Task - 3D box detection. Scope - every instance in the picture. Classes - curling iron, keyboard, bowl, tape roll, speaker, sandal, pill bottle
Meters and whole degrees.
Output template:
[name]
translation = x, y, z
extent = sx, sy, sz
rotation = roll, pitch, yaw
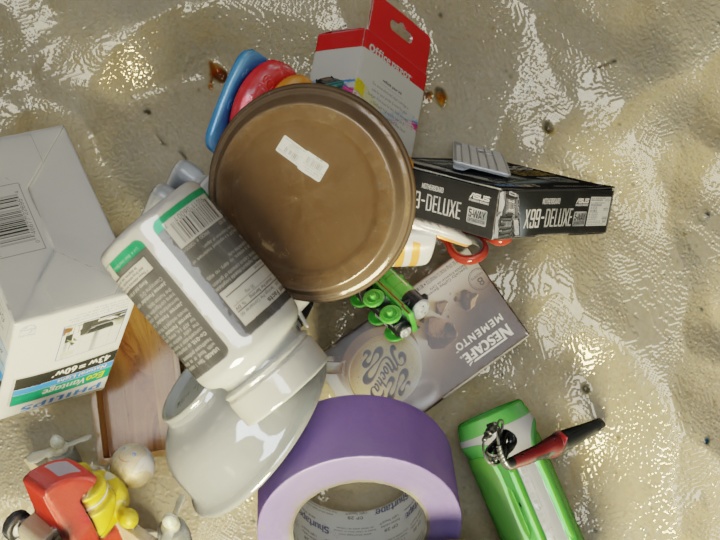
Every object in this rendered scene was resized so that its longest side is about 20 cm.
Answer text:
[curling iron]
translation = 0.190, 0.165, 1.226
extent = 0.025, 0.199, 0.050
rotation = -32, 69, 41
[keyboard]
translation = 0.120, -0.113, 1.234
extent = 0.056, 0.200, 0.011
rotation = 8, 102, 3
[bowl]
translation = -0.131, 0.133, 1.204
extent = 0.090, 0.201, 0.202
rotation = 40, 87, -19
[tape roll]
translation = -0.003, 0.224, 1.205
extent = 0.198, 0.085, 0.202
rotation = -2, 126, -2
[speaker]
translation = 0.171, 0.238, 1.255
extent = 0.088, 0.088, 0.202
rotation = -23, 85, -1
[sandal]
translation = 0.006, -0.036, 1.214
extent = 0.204, 0.079, 0.060
rotation = 12, 95, -4
[pill bottle]
translation = -0.126, 0.031, 1.084
extent = 0.113, 0.113, 0.201
rotation = -39, 93, -3

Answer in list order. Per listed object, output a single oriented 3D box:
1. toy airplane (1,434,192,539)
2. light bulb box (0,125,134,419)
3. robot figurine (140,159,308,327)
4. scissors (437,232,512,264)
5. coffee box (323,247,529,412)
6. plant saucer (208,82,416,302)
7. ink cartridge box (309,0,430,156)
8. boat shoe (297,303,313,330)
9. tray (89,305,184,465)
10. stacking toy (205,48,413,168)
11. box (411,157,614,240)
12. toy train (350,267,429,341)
[toy airplane]
translation = -0.245, 0.241, 1.218
extent = 0.199, 0.199, 0.142
rotation = 35, 77, -11
[light bulb box]
translation = -0.322, 0.005, 1.190
extent = 0.124, 0.200, 0.199
rotation = -15, 65, -31
[robot figurine]
translation = -0.119, -0.021, 1.210
extent = 0.199, 0.113, 0.170
rotation = 35, 53, -2
[scissors]
translation = 0.068, -0.053, 1.286
extent = 0.199, 0.014, 0.073
rotation = 22, 54, 37
[coffee box]
translation = 0.063, 0.082, 1.273
extent = 0.199, 0.080, 0.114
rotation = -35, 82, -2
[plant saucer]
translation = -0.048, -0.067, 1.110
extent = 0.198, 0.029, 0.202
rotation = 3, 102, 14
[ink cartridge box]
translation = 0.003, -0.169, 1.267
extent = 0.067, 0.116, 0.202
rotation = 1, 74, 37
[boat shoe]
translation = -0.134, -0.008, 1.295
extent = 0.199, 0.070, 0.067
rotation = 33, 71, 6
[tray]
translation = -0.238, 0.098, 1.300
extent = 0.097, 0.037, 0.202
rotation = -8, 84, 1
[stacking toy]
translation = -0.036, -0.127, 1.153
extent = 0.198, 0.116, 0.111
rotation = 20, 84, 27
[box]
translation = 0.130, -0.073, 1.202
extent = 0.157, 0.199, 0.050
rotation = 19, 106, 41
[toy train]
translation = 0.000, 0.000, 1.255
extent = 0.056, 0.042, 0.200
rotation = -34, 50, -15
